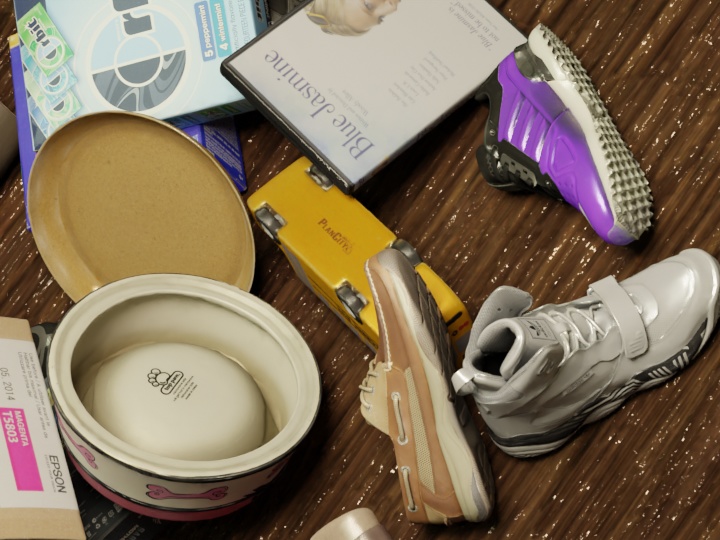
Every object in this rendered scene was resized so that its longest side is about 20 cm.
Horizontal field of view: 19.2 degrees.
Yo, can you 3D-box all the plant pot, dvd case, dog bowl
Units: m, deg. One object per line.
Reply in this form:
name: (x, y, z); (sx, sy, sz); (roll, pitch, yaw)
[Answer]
plant pot: (-0.166, -0.036, 1.649); (0.200, 0.200, 0.027); (-5, 24, 28)
dvd case: (0.013, -0.162, 1.613); (0.200, 0.018, 0.143); (-39, 74, -23)
dog bowl: (-0.132, 0.097, 1.552); (0.200, 0.074, 0.200); (8, 44, -8)

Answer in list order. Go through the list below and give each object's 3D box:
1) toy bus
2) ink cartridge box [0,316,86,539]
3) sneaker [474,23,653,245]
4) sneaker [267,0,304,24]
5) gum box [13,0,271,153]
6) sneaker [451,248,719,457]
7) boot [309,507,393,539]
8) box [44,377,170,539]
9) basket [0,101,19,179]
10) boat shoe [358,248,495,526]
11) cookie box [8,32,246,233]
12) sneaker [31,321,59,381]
toy bus: (0.000, 0.000, 1.574); (0.065, 0.078, 0.200); (-40, 52, -9)
ink cartridge box: (-0.281, 0.159, 1.553); (0.165, 0.075, 0.200); (-53, 44, 40)
sneaker: (0.139, -0.080, 1.553); (0.099, 0.070, 0.200); (-36, 49, 18)
sneaker: (-0.082, -0.245, 1.712); (0.200, 0.079, 0.095); (41, 99, 7)
gum box: (-0.171, -0.193, 1.672); (0.200, 0.045, 0.170); (-12, 79, 18)
sneaker: (0.153, 0.043, 1.445); (0.200, 0.115, 0.075); (-38, 53, 8)
boot: (0.022, 0.231, 1.440); (0.200, 0.070, 0.146); (-30, 67, 26)
box: (-0.235, 0.175, 1.640); (0.200, 0.051, 0.158); (-44, 53, 4)
basket: (-0.389, -0.084, 1.814); (0.180, 0.136, 0.200); (41, 85, 22)
boat shoe: (0.032, 0.085, 1.463); (0.072, 0.076, 0.200); (-16, 95, 13)
cookie box: (-0.195, -0.132, 1.759); (0.171, 0.075, 0.200); (-22, 56, 17)
sneaker: (-0.319, 0.095, 1.709); (0.199, 0.083, 0.071); (-22, 57, 18)
